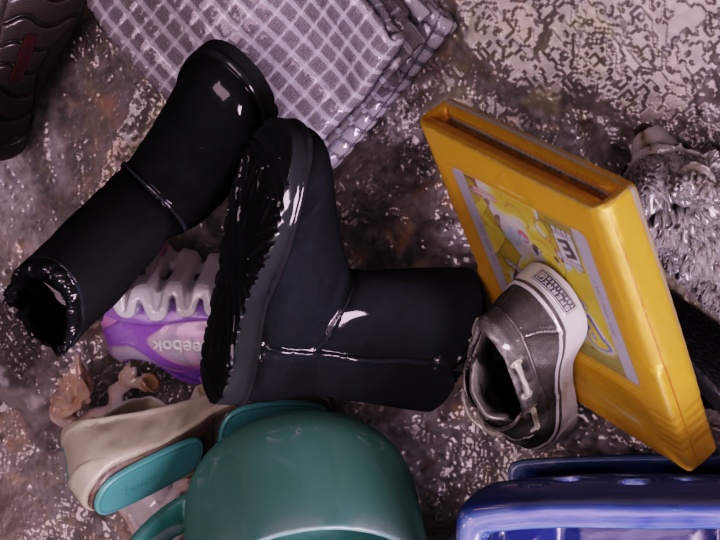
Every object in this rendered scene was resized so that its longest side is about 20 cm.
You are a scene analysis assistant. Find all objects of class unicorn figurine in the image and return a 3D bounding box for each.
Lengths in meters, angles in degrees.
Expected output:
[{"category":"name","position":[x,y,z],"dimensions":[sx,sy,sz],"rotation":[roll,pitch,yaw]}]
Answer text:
[{"category":"unicorn figurine","position":[-0.151,0.155,1.283],"dimensions":[0.137,0.074,0.201],"rotation":[-40,77,46]}]

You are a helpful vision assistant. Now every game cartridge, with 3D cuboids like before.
[{"category":"game cartridge","position":[0.121,0.008,1.077],"dimensions":[0.176,0.032,0.201],"rotation":[32,151,51]}]

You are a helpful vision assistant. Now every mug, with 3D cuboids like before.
[{"category":"mug","position":[-0.051,0.159,1.162],"dimensions":[0.184,0.115,0.152],"rotation":[13,132,-23]}]

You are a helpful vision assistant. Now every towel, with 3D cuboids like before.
[{"category":"towel","position":[-0.063,-0.165,1.182],"dimensions":[0.200,0.086,0.166],"rotation":[48,114,7]}]

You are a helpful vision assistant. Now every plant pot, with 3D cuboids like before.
[{"category":"plant pot","position":[0.170,0.209,1.097],"dimensions":[0.198,0.180,0.202],"rotation":[-3,100,11]}]

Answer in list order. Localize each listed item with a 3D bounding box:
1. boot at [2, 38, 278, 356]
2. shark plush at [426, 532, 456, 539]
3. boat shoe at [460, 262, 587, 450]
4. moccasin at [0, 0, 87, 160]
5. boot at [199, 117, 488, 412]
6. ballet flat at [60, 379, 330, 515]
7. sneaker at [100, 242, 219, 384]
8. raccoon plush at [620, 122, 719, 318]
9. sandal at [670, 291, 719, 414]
[{"category":"boot","position":[-0.139,-0.039,1.121],"dimensions":[0.073,0.162,0.198],"rotation":[44,150,4]},{"category":"shark plush","position":[0.038,0.226,1.218],"dimensions":[0.199,0.083,0.091],"rotation":[-26,106,13]},{"category":"boat shoe","position":[0.090,0.065,1.115],"dimensions":[0.064,0.200,0.071],"rotation":[-37,65,-16]},{"category":"moccasin","position":[-0.234,-0.172,1.250],"dimensions":[0.078,0.073,0.202],"rotation":[55,139,35]},{"category":"boot","position":[0.000,0.000,1.125],"dimensions":[0.077,0.167,0.201],"rotation":[-124,41,-51]},{"category":"ballet flat","position":[-0.110,0.102,1.211],"dimensions":[0.069,0.199,0.070],"rotation":[18,114,48]},{"category":"sneaker","position":[-0.092,0.038,1.242],"dimensions":[0.198,0.081,0.089],"rotation":[9,124,10]},{"category":"raccoon plush","position":[0.224,-0.003,1.069],"dimensions":[0.200,0.134,0.097],"rotation":[46,111,8]},{"category":"sandal","position":[0.185,0.045,1.134],"dimensions":[0.200,0.075,0.045],"rotation":[42,119,18]}]
